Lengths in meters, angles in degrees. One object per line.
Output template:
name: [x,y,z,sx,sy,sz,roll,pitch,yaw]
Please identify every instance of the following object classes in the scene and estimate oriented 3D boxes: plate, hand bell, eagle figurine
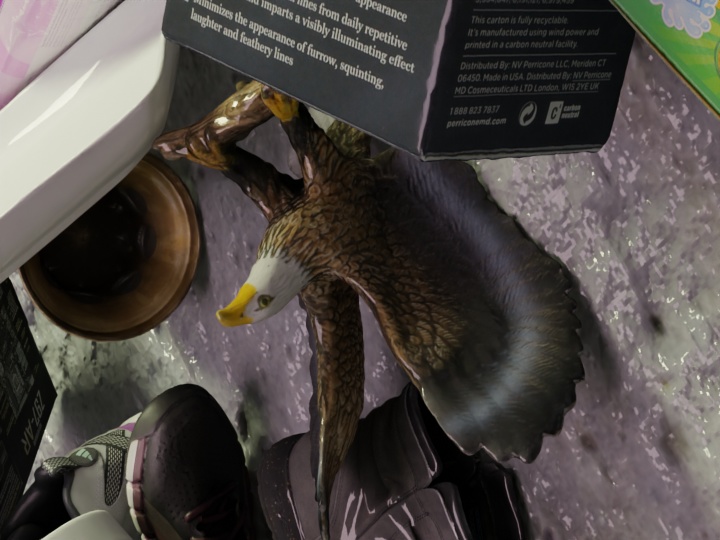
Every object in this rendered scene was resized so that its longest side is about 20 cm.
plate: [-0.153,-0.056,1.098,0.199,0.200,0.032,-39,110,18]
hand bell: [-0.175,-0.022,1.265,0.200,0.104,0.105,10,111,63]
eagle figurine: [-0.006,0.004,1.002,0.201,0.151,0.152,56,171,-6]

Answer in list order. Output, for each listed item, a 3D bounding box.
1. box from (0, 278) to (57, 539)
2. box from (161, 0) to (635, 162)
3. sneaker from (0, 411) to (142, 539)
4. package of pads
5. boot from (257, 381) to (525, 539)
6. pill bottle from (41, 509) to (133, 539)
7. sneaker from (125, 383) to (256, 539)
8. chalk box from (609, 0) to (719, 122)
box: [-0.234,0.083,1.252,0.043,0.201,0.161,-3,132,14]
box: [0.027,-0.159,0.814,0.148,0.107,0.201,29,115,40]
sneaker: [-0.160,0.176,1.255,0.078,0.139,0.201,32,127,41]
package of pads: [-0.182,-0.161,1.211,0.121,0.075,0.200,58,141,20]
boot: [0.029,0.157,1.068,0.131,0.070,0.201,-23,90,46]
pill bottle: [-0.101,0.225,1.123,0.200,0.116,0.116,48,138,14]
sneaker: [-0.055,0.159,1.181,0.115,0.075,0.201,20,129,42]
chalk box: [0.161,-0.118,0.736,0.125,0.123,0.201,50,137,29]
